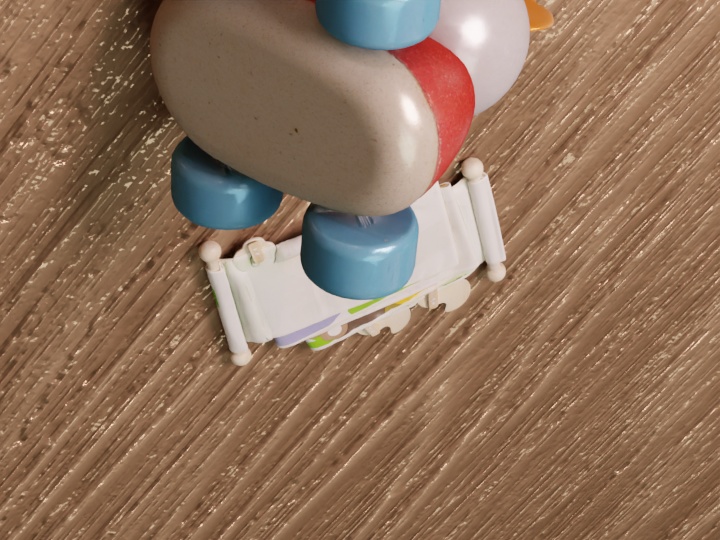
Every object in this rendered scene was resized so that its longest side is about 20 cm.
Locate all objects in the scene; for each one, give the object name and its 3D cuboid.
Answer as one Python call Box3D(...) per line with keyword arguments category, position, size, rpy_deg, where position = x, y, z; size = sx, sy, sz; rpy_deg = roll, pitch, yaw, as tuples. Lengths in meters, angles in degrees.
Box3D(category="toy car", position=(0.011, -0.122, 1.261), size=(0.200, 0.177, 0.184), rpy_deg=(-36, 142, -41))
Box3D(category="growth chart", position=(0.000, 0.000, 1.489), size=(0.200, 0.018, 0.145), rpy_deg=(-19, 145, -12))
